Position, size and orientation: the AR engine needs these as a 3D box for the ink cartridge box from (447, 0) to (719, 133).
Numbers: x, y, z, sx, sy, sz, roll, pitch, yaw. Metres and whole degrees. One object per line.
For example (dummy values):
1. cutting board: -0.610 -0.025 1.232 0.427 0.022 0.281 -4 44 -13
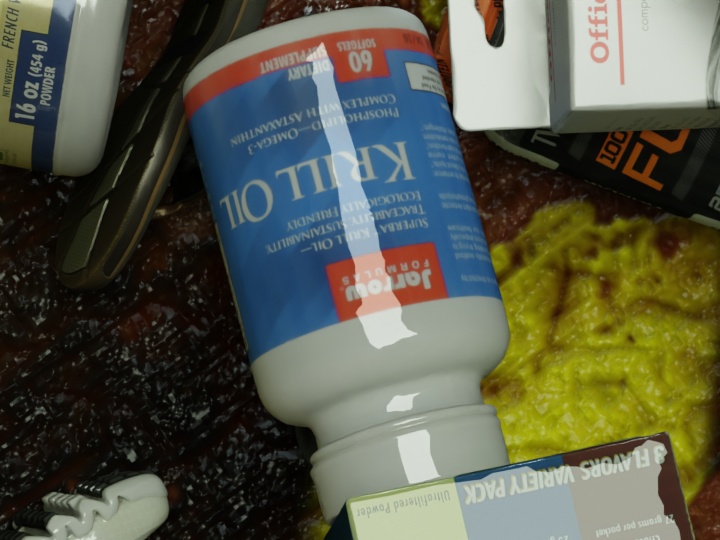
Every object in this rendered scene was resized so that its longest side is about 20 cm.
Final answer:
1. ink cartridge box: 0.138 -0.120 1.186 0.199 0.067 0.117 -3 86 -5

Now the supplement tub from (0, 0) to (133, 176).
1. supplement tub: -0.200 -0.127 1.235 0.199 0.144 0.145 10 76 -4

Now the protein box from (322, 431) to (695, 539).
1. protein box: 0.070 0.191 1.166 0.134 0.199 0.201 -11 79 -7

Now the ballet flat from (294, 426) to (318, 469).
1. ballet flat: -0.001 0.004 1.286 0.066 0.057 0.201 -9 72 35

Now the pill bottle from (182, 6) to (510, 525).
1. pill bottle: 0.000 0.000 1.191 0.112 0.112 0.201 -14 78 -10

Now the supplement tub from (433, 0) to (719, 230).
1. supplement tub: 0.136 -0.093 1.279 0.199 0.123 0.123 19 76 -2

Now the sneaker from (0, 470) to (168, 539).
1. sneaker: -0.156 0.164 1.219 0.200 0.075 0.081 -40 98 -11

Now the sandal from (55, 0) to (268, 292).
1. sandal: -0.073 -0.073 1.285 0.054 0.082 0.201 35 67 -20
